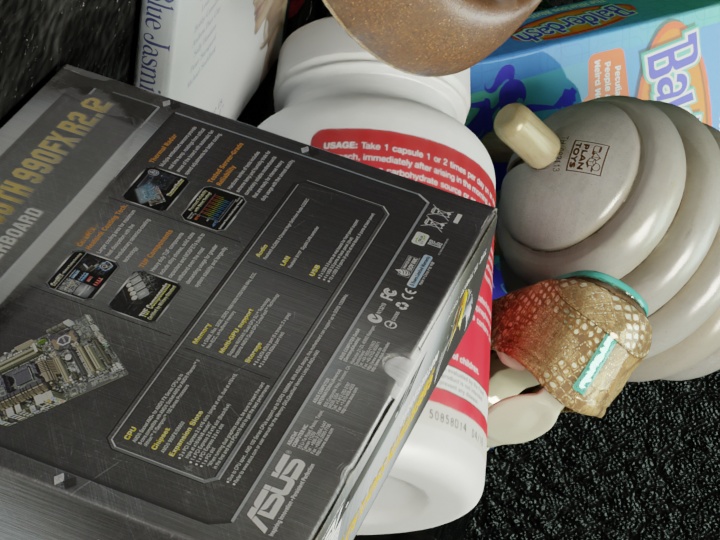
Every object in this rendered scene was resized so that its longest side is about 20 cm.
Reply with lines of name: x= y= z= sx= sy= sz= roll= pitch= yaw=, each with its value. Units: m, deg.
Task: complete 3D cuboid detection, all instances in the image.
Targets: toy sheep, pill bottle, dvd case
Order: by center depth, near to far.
dvd case: x=-0.050 y=-0.126 z=0.835 sx=0.143 sy=0.017 sz=0.201 roll=-60 pitch=167 yaw=-45
pill bottle: x=0.000 y=0.000 z=0.901 sx=0.112 sy=0.112 sz=0.201 roll=90 pitch=4 yaw=-66
toy sheep: x=0.120 y=-0.017 z=0.983 sx=0.200 sy=0.138 sz=0.138 roll=31 pitch=76 yaw=-41

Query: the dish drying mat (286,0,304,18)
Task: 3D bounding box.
dish drying mat: x=-0.010 y=-0.205 z=0.905 sx=0.077 sy=0.018 sz=0.200 roll=-63 pitch=170 yaw=-45

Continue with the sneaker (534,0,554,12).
sneaker: x=0.051 y=-0.135 z=1.167 sx=0.078 sy=0.091 sz=0.200 roll=-45 pitch=-162 yaw=-16

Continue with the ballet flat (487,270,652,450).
ballet flat: x=0.056 y=0.048 z=0.953 sx=0.065 sy=0.070 sz=0.200 roll=-61 pitch=-168 yaw=-22

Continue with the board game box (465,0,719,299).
board game box: x=0.100 y=-0.054 z=1.073 sx=0.199 sy=0.045 sz=0.153 roll=-17 pitch=121 yaw=-26

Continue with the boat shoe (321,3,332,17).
boat shoe: x=0.019 y=-0.136 z=1.063 sx=0.200 sy=0.073 sz=0.067 roll=125 pitch=-50 yaw=-66

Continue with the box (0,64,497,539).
box: x=-0.062 y=0.022 z=0.639 sx=0.200 sy=0.158 sz=0.048 roll=-58 pitch=163 yaw=-55

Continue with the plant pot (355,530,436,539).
plant pot: x=-0.054 y=0.215 z=1.046 sx=0.200 sy=0.199 sz=0.178 roll=-50 pitch=151 yaw=-65

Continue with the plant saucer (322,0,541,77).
plant saucer: x=0.035 y=-0.175 z=0.819 sx=0.200 sy=0.034 sz=0.201 roll=-2 pitch=93 yaw=-54
